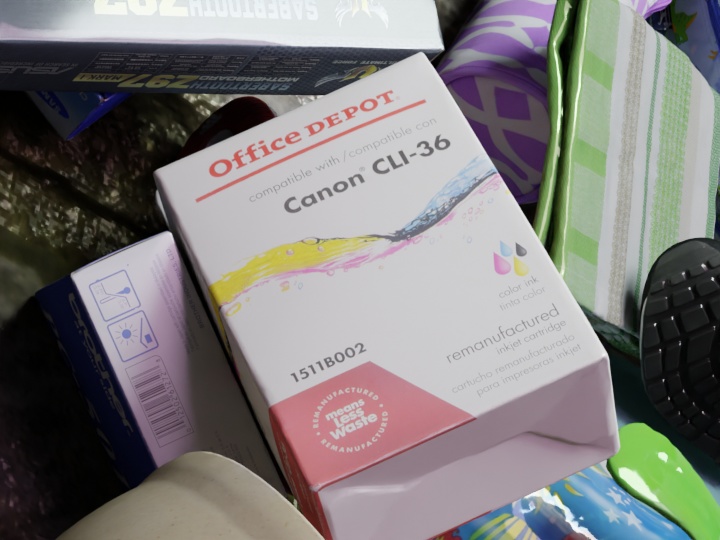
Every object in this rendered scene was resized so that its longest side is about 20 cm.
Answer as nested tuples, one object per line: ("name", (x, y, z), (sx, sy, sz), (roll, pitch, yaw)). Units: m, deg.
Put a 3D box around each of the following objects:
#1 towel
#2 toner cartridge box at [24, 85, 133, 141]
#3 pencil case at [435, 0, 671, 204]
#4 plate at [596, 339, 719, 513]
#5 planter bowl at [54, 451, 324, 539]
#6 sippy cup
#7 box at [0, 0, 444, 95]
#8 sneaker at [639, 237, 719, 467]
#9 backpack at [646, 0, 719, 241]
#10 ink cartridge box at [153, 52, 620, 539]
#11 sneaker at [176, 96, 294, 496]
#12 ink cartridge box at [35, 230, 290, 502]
("towel", (0.120, -0.039, 1.374), (0.200, 0.031, 0.149), (29, 64, -62))
("toner cartridge box", (-0.073, -0.145, 1.221), (0.200, 0.043, 0.095), (-39, 90, -35))
("pencil case", (0.093, -0.109, 1.418), (0.085, 0.084, 0.200), (33, 45, -2))
("plate", (0.128, 0.098, 1.365), (0.200, 0.026, 0.200), (40, 30, -29))
("planter bowl", (-0.073, 0.179, 1.020), (0.135, 0.200, 0.200), (-24, 91, -25))
("sippy cup", (0.053, 0.118, 1.171), (0.130, 0.178, 0.140), (45, 8, -11))
("box", (-0.075, -0.149, 1.165), (0.200, 0.051, 0.158), (-2, 71, -30))
("sneaker", (0.175, 0.040, 1.405), (0.200, 0.076, 0.088), (55, 16, -42))
("backpack", (0.222, -0.095, 1.535), (0.163, 0.154, 0.200), (27, 31, -42))
("ink cartridge box", (0.000, 0.000, 1.106), (0.068, 0.116, 0.200), (75, -12, -52))
("sneaker", (-0.003, 0.022, 1.220), (0.116, 0.078, 0.200), (31, 33, -41))
("ink cartridge box", (-0.059, 0.088, 1.134), (0.044, 0.094, 0.200), (-24, 91, -15))
